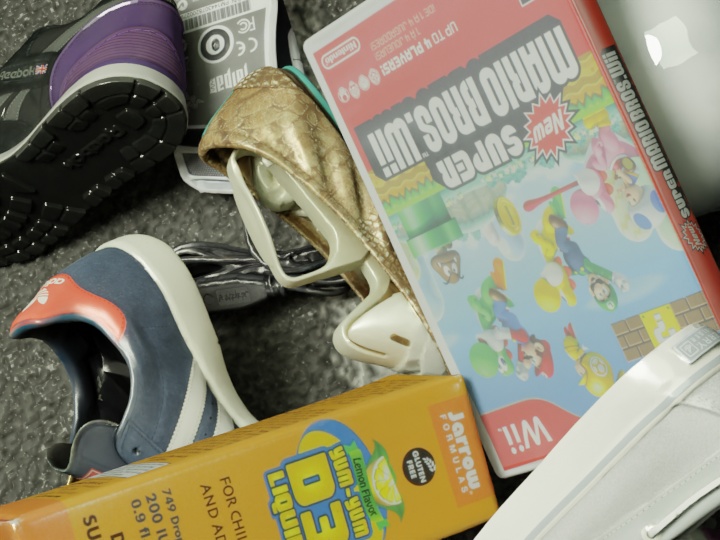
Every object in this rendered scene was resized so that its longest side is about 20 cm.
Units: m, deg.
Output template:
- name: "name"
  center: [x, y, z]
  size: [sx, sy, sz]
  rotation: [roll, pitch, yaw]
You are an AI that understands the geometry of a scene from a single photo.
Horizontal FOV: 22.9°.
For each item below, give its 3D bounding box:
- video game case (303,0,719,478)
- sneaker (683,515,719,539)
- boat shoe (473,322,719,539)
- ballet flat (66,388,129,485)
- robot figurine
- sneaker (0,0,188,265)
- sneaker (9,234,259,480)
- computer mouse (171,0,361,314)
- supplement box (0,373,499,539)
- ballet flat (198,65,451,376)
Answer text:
- name: "video game case"
  center: [0.062, -0.025, 0.689]
  size: [0.143, 0.017, 0.200]
  rotation: [-25, 90, 49]
- name: "sneaker"
  center: [0.123, 0.151, 0.709]
  size: [0.088, 0.080, 0.200]
  rotation: [-37, 63, 13]
- name: "boat shoe"
  center: [0.089, 0.106, 0.659]
  size: [0.069, 0.072, 0.200]
  rotation: [47, 122, 19]
- name: "ballet flat"
  center: [-0.119, 0.112, 0.817]
  size: [0.068, 0.063, 0.201]
  rotation: [1, 71, 21]
- name: "robot figurine"
  center: [0.154, -0.086, 0.733]
  size: [0.200, 0.170, 0.113]
  rotation: [-16, 54, -29]
- name: "sneaker"
  center: [-0.160, -0.072, 0.893]
  size: [0.200, 0.076, 0.088]
  rotation: [-25, 47, 29]
- name: "sneaker"
  center: [-0.083, 0.087, 0.766]
  size: [0.200, 0.084, 0.075]
  rotation: [58, 141, 2]
- name: "computer mouse"
  center: [-0.056, -0.075, 0.879]
  size: [0.109, 0.044, 0.201]
  rotation: [-14, 72, 20]
- name: "supplement box"
  center: [-0.046, 0.097, 0.707]
  size: [0.200, 0.069, 0.067]
  rotation: [-17, 90, -29]
- name: "ballet flat"
  center: [0.000, 0.000, 0.788]
  size: [0.065, 0.071, 0.200]
  rotation: [-38, 80, -19]
